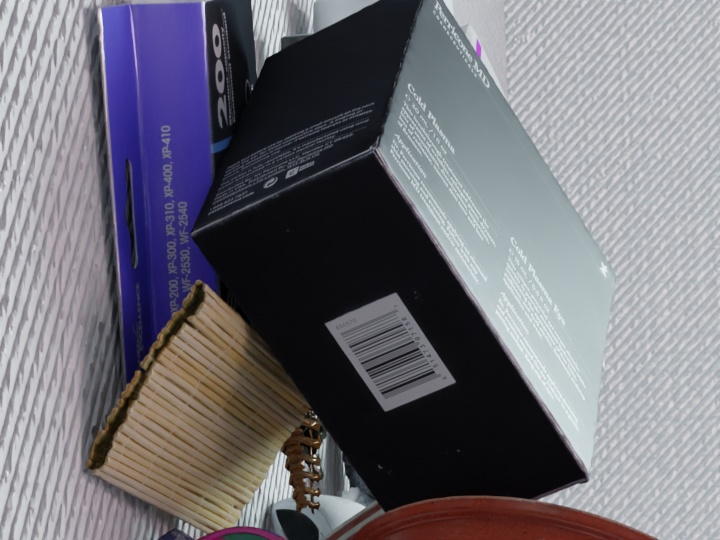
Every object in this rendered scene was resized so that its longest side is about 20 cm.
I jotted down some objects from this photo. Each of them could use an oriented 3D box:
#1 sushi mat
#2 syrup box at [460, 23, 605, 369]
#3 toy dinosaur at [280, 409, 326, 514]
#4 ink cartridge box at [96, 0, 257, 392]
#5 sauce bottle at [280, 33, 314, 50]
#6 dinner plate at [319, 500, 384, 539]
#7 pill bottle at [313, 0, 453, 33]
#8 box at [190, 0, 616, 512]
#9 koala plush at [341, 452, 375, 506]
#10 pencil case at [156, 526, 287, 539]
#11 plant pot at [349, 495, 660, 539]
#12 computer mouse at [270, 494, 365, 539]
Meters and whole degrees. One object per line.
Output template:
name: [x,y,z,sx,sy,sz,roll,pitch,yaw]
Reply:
sushi mat: [-0.070,0.071,1.121,0.096,0.012,0.200,-58,161,-6]
syrup box: [0.065,-0.028,1.349,0.081,0.079,0.200,-83,149,-63]
toy dinosaur: [-0.035,0.050,1.396,0.136,0.102,0.200,55,49,-47]
ink cartridge box: [-0.081,-0.037,1.175,0.200,0.043,0.199,-48,135,-77]
sauce bottle: [-0.024,-0.047,1.493,0.065,0.065,0.200,-30,117,-81]
dinner plate: [0.019,0.152,1.298,0.024,0.200,0.200,55,13,-6]
pill bottle: [0.019,-0.085,1.630,0.114,0.114,0.200,14,73,-81]
box: [0.029,-0.006,1.168,0.200,0.104,0.182,56,26,-21]
koala plush: [0.055,0.145,1.628,0.200,0.177,0.184,-79,175,-72]
pencil case: [-0.051,0.213,1.172,0.088,0.088,0.200,-83,165,-48]
plant pot: [0.064,0.237,1.075,0.201,0.200,0.195,77,24,-50]
computer mouse: [0.012,0.189,1.392,0.110,0.044,0.200,12,31,-44]
